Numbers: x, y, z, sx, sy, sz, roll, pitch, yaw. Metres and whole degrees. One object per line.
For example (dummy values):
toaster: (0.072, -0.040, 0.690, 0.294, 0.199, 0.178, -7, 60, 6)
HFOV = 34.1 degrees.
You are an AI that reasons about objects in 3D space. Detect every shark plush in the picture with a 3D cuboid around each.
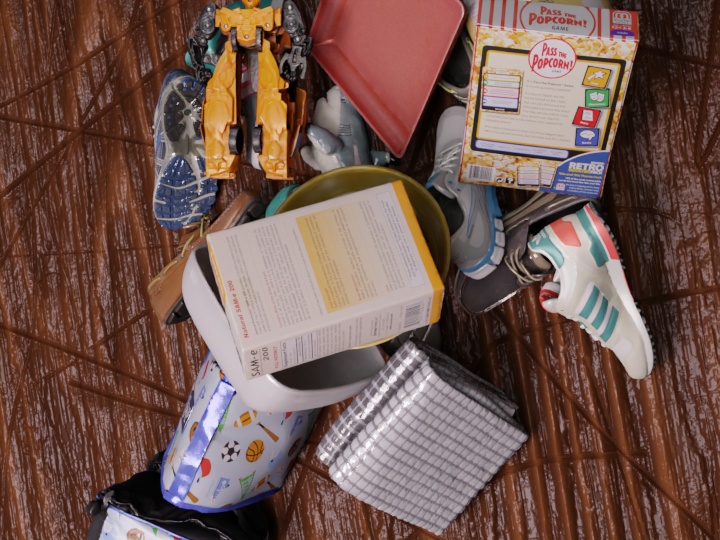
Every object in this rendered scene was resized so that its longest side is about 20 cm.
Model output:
shark plush: (0.008, -0.116, 1.321, 0.083, 0.091, 0.201, -34, 72, -14)

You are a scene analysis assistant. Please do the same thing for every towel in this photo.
towel: (0.068, 0.174, 1.244, 0.166, 0.199, 0.086, -49, 44, 9)

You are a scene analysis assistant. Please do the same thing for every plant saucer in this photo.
plant saucer: (0.032, -0.261, 1.262, 0.201, 0.036, 0.201, 52, 139, 27)

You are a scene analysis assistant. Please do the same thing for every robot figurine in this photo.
robot figurine: (-0.120, -0.202, 1.288, 0.142, 0.058, 0.204, 2, 91, 12)

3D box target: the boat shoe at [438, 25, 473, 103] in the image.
boat shoe: (0.076, -0.273, 1.292, 0.072, 0.060, 0.203, -39, 79, 17)

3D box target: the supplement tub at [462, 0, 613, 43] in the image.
supplement tub: (0.170, -0.289, 1.213, 0.144, 0.145, 0.202, -27, 82, 18)

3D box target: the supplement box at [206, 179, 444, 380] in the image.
supplement box: (-0.034, 0.008, 1.109, 0.197, 0.074, 0.128, -16, 64, -9)

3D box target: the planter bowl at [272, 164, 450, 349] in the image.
planter bowl: (0.000, 0.000, 1.211, 0.197, 0.084, 0.204, -5, 65, 10)

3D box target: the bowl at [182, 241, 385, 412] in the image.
bowl: (-0.089, 0.065, 1.220, 0.075, 0.199, 0.201, -48, 65, 27)

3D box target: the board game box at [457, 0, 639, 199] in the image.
board game box: (0.177, -0.163, 1.139, 0.149, 0.047, 0.202, 7, 139, 4)

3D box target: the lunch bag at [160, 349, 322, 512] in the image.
lunch bag: (-0.136, 0.168, 1.307, 0.123, 0.200, 0.172, 29, 101, 16)

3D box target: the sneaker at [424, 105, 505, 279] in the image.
sneaker: (0.102, -0.096, 1.245, 0.074, 0.086, 0.203, -29, 55, 36)

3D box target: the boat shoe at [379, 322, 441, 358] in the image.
boat shoe: (0.027, 0.016, 1.312, 0.075, 0.074, 0.202, -29, 98, 4)

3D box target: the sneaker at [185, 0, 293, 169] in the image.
sneaker: (-0.145, -0.221, 1.361, 0.119, 0.084, 0.204, 5, 86, 15)

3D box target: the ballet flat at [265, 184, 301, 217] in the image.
ballet flat: (-0.061, 0.003, 1.355, 0.070, 0.067, 0.203, -23, 83, 43)

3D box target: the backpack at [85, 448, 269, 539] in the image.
backpack: (-0.206, 0.317, 1.349, 0.187, 0.200, 0.157, 13, 101, 12)

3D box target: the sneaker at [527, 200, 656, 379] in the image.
sneaker: (0.235, 0.032, 1.205, 0.092, 0.071, 0.202, -22, 113, 8)

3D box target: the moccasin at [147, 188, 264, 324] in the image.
moccasin: (-0.186, -0.025, 1.388, 0.078, 0.073, 0.202, 53, 124, 18)

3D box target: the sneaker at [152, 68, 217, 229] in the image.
sneaker: (-0.211, -0.145, 1.391, 0.086, 0.076, 0.203, -121, 36, -51)

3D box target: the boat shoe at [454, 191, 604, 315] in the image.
boat shoe: (0.176, -0.026, 1.243, 0.074, 0.073, 0.200, 40, 105, -13)
